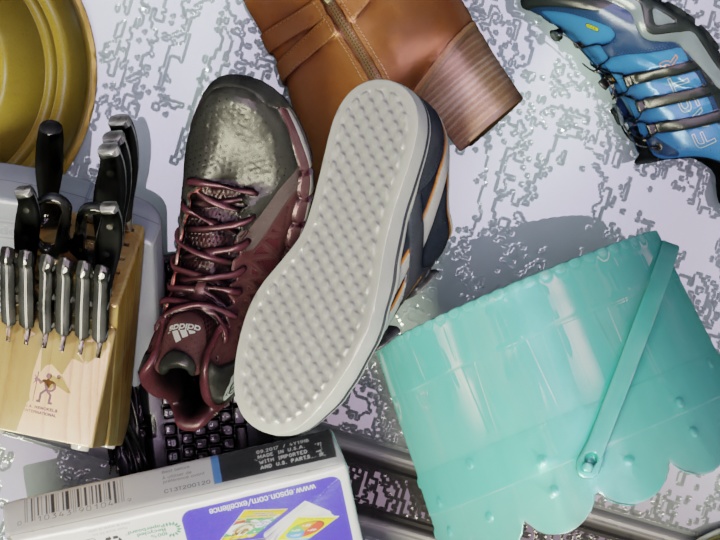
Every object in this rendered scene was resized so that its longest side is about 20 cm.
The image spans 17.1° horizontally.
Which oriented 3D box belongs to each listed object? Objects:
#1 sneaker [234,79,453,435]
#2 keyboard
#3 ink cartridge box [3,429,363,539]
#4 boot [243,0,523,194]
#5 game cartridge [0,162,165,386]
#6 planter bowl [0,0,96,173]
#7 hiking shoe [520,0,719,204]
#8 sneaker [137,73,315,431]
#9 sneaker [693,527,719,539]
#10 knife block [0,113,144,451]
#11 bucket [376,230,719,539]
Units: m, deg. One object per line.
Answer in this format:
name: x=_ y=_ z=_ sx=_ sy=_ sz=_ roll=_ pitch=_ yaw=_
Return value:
sneaker: x=0.000 y=0.000 z=1.315 sx=0.078 sy=0.079 sz=0.201 roll=24 pitch=91 yaw=27
keyboard: x=-0.104 y=0.091 z=1.417 sx=0.103 sy=0.040 sz=0.202 roll=-6 pitch=93 yaw=-4
ink cartridge box: x=-0.091 y=0.198 z=1.404 sx=0.196 sy=0.044 sz=0.201 roll=-13 pitch=125 yaw=-3
boot: x=-0.022 y=-0.099 z=1.403 sx=0.200 sy=0.074 sz=0.155 roll=-41 pitch=87 yaw=2
game cartridge: x=-0.208 y=-0.001 z=1.358 sx=0.198 sy=0.041 sz=0.134 roll=7 pitch=135 yaw=5
planter bowl: x=-0.252 y=-0.114 z=1.372 sx=0.198 sy=0.083 sz=0.202 roll=0 pitch=94 yaw=-4
hiking shoe: x=0.173 y=-0.107 z=1.406 sx=0.199 sy=0.074 sz=0.087 roll=30 pitch=90 yaw=-5
sneaker: x=-0.078 y=0.002 z=1.317 sx=0.075 sy=0.116 sz=0.202 roll=11 pitch=120 yaw=15
sneaker: x=0.271 y=0.191 z=1.423 sx=0.198 sy=0.089 sz=0.078 roll=-6 pitch=94 yaw=-3
knife block: x=-0.153 y=0.006 z=1.301 sx=0.063 sy=0.200 sz=0.177 roll=12 pitch=86 yaw=2
bucket: x=0.113 y=0.071 z=1.353 sx=0.206 sy=0.207 sz=0.136 roll=-22 pitch=87 yaw=-2
